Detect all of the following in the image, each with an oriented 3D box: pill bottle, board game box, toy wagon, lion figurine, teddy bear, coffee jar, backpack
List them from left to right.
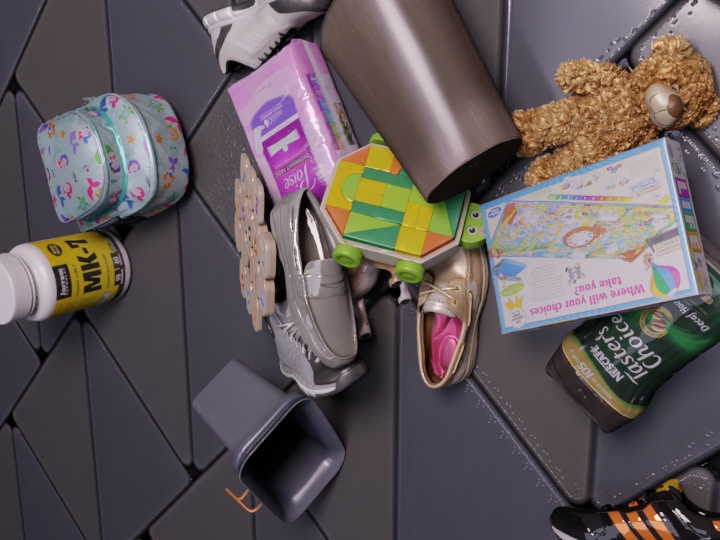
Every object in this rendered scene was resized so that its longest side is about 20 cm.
[{"bbox_3d":[-0.456,0.010,1.081,0.113,0.199,0.116,8,106,30],"label":"pill bottle"},{"bbox_3d":[-0.342,-0.155,1.009,0.197,0.150,0.181,-12,93,29],"label":"backpack"},{"bbox_3d":[0.000,0.000,0.852,0.199,0.072,0.124,-39,57,36],"label":"lion figurine"},{"bbox_3d":[0.060,-0.066,0.774,0.197,0.040,0.157,14,67,8],"label":"toy wagon"},{"bbox_3d":[0.209,-0.024,0.675,0.198,0.034,0.137,-18,76,45],"label":"board game box"},{"bbox_3d":[0.232,-0.137,0.687,0.197,0.066,0.148,-2,102,34],"label":"teddy bear"},{"bbox_3d":[0.275,0.061,0.694,0.104,0.085,0.201,45,121,16],"label":"coffee jar"}]

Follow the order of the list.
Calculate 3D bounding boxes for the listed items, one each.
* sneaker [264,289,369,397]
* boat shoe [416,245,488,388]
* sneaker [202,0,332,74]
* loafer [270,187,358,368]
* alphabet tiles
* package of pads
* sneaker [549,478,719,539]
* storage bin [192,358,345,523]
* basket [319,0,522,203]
[{"bbox_3d":[-0.070,0.081,0.875,0.199,0.074,0.117,0,118,61],"label":"sneaker"},{"bbox_3d":[0.098,0.038,0.810,0.073,0.069,0.204,6,104,31],"label":"boat shoe"},{"bbox_3d":[-0.107,-0.291,0.872,0.198,0.073,0.081,-3,103,41],"label":"sneaker"},{"bbox_3d":[-0.047,0.007,0.795,0.070,0.069,0.203,-34,74,52],"label":"loafer"},{"bbox_3d":[-0.133,-0.035,0.898,0.200,0.014,0.199,-124,34,-55],"label":"alphabet tiles"},{"bbox_3d":[-0.073,-0.159,0.872,0.119,0.075,0.203,-23,88,37],"label":"package of pads"},{"bbox_3d":[0.297,0.255,0.743,0.197,0.070,0.092,6,89,31],"label":"sneaker"},{"bbox_3d":[-0.129,0.217,0.925,0.134,0.146,0.201,31,159,34],"label":"storage bin"},{"bbox_3d":[0.064,-0.182,0.724,0.202,0.135,0.181,61,164,10],"label":"basket"}]
